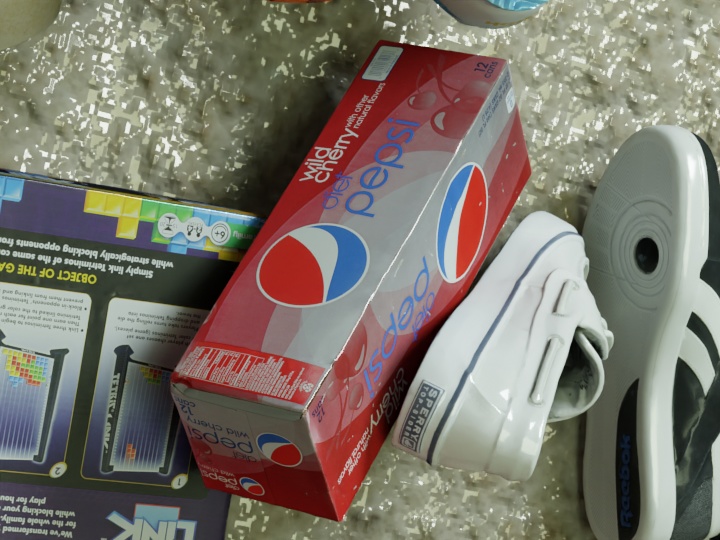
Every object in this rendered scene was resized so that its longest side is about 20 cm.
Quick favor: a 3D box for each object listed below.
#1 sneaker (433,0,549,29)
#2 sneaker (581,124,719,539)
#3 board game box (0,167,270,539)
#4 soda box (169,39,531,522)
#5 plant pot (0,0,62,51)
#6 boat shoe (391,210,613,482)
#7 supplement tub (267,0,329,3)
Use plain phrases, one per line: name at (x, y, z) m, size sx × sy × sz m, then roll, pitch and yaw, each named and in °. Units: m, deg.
sneaker at (0.012, -0.186, 0.989) m, size 0.076 × 0.081 × 0.200 m, roll -31°, pitch 90°, yaw -13°
sneaker at (0.162, 0.029, 1.107) m, size 0.112 × 0.073 × 0.201 m, roll -5°, pitch 106°, yaw -33°
board game box at (-0.141, 0.044, 0.933) m, size 0.199 × 0.057 × 0.166 m, roll 9°, pitch 93°, yaw -31°
soda box at (0.000, 0.000, 0.959) m, size 0.200 × 0.063 × 0.070 m, roll -59°, pitch 149°, yaw -35°
plant pot at (-0.162, -0.181, 0.839) m, size 0.187 × 0.187 × 0.201 m, roll -19°, pitch 119°, yaw -27°
boat shoe at (0.071, 0.037, 0.996) m, size 0.200 × 0.065 × 0.074 m, roll -50°, pitch 162°, yaw -59°
supplement tub at (-0.024, -0.209, 0.883) m, size 0.122 × 0.122 × 0.201 m, roll 20°, pitch 75°, yaw -31°
